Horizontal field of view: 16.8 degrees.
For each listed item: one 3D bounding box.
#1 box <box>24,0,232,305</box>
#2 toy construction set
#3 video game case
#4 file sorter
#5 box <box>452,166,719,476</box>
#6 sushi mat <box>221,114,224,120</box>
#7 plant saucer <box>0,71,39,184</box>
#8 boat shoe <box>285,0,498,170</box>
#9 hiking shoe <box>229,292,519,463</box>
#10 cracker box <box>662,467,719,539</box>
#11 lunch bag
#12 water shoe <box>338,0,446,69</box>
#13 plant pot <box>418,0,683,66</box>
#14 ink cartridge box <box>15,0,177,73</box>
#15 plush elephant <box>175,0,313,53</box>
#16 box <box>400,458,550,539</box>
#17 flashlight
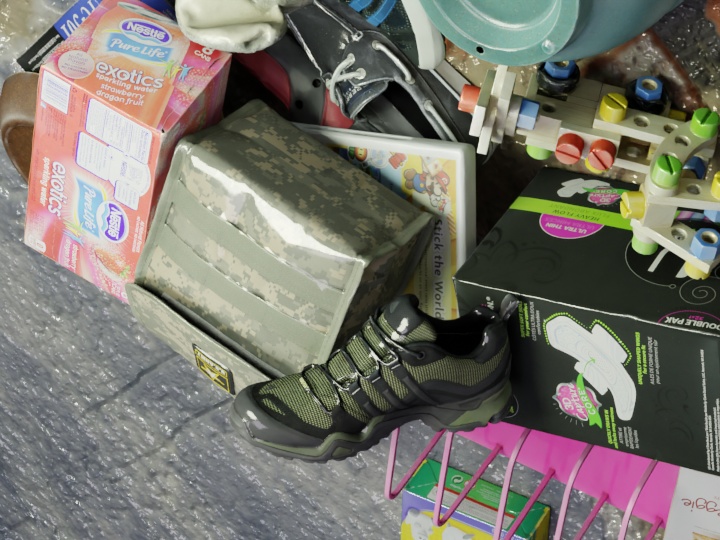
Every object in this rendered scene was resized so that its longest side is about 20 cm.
[{"bbox_3d":[-0.164,-0.083,1.702,0.102,0.095,0.200,30,143,12],"label":"box"},{"bbox_3d":[0.154,-0.080,1.592,0.199,0.132,0.092,25,136,-6],"label":"toy construction set"},{"bbox_3d":[0.000,0.000,1.717,0.181,0.023,0.201,9,109,31],"label":"video game case"},{"bbox_3d":[0.130,0.136,1.800,0.199,0.126,0.139,24,135,17],"label":"file sorter"},{"bbox_3d":[0.186,0.032,1.658,0.199,0.149,0.125,13,130,27],"label":"box"},{"bbox_3d":[-0.100,-0.048,1.813,0.096,0.012,0.201,19,128,64],"label":"sushi mat"},{"bbox_3d":[-0.208,-0.072,1.889,0.200,0.035,0.201,32,158,15],"label":"plant saucer"},{"bbox_3d":[0.008,-0.136,1.707,0.200,0.068,0.072,43,137,-3],"label":"boat shoe"},{"bbox_3d":[0.008,0.060,1.588,0.076,0.199,0.101,-130,36,-50],"label":"hiking shoe"},{"bbox_3d":[0.290,0.183,1.759,0.133,0.058,0.201,14,133,10],"label":"cracker box"},{"bbox_3d":[-0.067,0.013,1.681,0.164,0.117,0.201,35,126,17],"label":"lunch bag"},{"bbox_3d":[-0.007,-0.201,1.571,0.079,0.072,0.200,-21,134,10],"label":"water shoe"},{"bbox_3d":[0.111,-0.211,1.525,0.199,0.134,0.201,19,132,22],"label":"plant pot"},{"bbox_3d":[-0.185,-0.158,1.797,0.094,0.044,0.200,48,156,-8],"label":"ink cartridge box"},{"bbox_3d":[-0.075,-0.235,1.623,0.154,0.165,0.200,29,137,2],"label":"plush elephant"},{"bbox_3d":[0.089,0.256,1.987,0.117,0.048,0.201,20,135,22],"label":"box"},{"bbox_3d":[-0.065,-0.140,1.755,0.200,0.068,0.068,40,139,1],"label":"flashlight"}]
